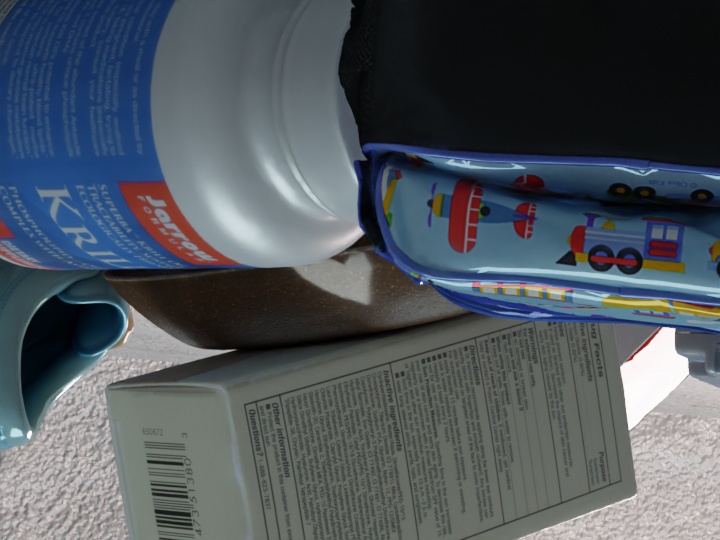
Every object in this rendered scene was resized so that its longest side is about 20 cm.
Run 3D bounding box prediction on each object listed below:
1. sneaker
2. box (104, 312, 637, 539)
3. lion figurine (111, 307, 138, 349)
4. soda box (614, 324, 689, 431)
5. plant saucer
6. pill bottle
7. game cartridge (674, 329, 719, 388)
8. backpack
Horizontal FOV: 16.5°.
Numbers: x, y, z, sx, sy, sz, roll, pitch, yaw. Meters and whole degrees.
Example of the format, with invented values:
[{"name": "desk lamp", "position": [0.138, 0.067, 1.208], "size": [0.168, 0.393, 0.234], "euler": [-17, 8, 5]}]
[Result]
[{"name": "sneaker", "position": [-0.124, 0.005, 1.062], "size": [0.082, 0.201, 0.074], "euler": [9, 141, 23]}, {"name": "box", "position": [0.009, 0.066, 0.950], "size": [0.199, 0.096, 0.078], "euler": [-12, -174, -41]}, {"name": "lion figurine", "position": [-0.078, -0.016, 1.182], "size": [0.199, 0.123, 0.073], "euler": [11, -151, 14]}, {"name": "soda box", "position": [0.120, 0.015, 1.094], "size": [0.070, 0.064, 0.200], "euler": [-7, 149, -41]}, {"name": "plant saucer", "position": [0.000, 0.000, 0.974], "size": [0.199, 0.037, 0.200], "euler": [-11, -175, 1]}, {"name": "pill bottle", "position": [-0.054, -0.056, 0.872], "size": [0.199, 0.113, 0.112], "euler": [-1, 171, 44]}, {"name": "game cartridge", "position": [0.246, 0.038, 1.037], "size": [0.199, 0.042, 0.133], "euler": [1, 175, 27]}, {"name": "backpack", "position": [0.091, -0.049, 0.723], "size": [0.181, 0.135, 0.200], "euler": [6, 176, 7]}]
